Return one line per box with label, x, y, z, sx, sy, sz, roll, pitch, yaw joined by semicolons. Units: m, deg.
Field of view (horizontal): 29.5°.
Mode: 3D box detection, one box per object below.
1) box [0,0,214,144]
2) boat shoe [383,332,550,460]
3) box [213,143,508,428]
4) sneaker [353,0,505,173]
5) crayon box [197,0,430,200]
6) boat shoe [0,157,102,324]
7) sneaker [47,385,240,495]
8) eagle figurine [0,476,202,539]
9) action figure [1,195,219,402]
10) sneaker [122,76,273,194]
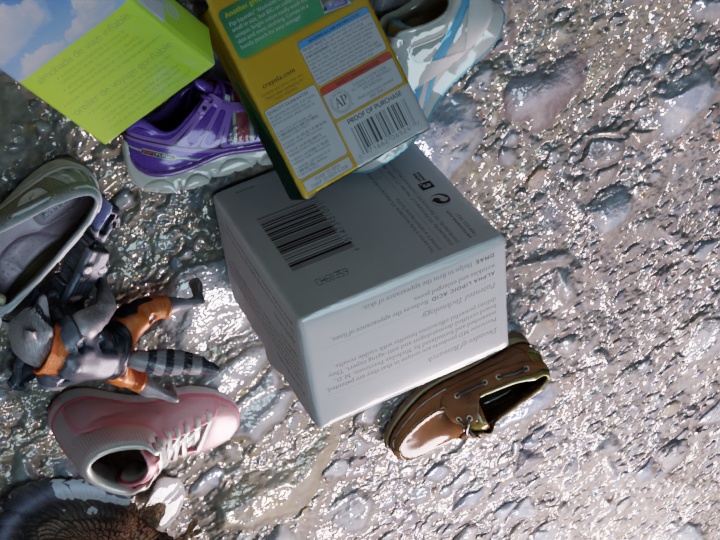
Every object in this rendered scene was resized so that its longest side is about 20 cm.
box;-0.218;-0.188;1.020;0.121;0.048;0.200;-32;138;21
boat shoe;0.116;0.148;1.495;0.199;0.068;0.072;-38;136;1
box;0.000;0.000;1.216;0.198;0.199;0.132;-22;133;-16
sneaker;0.035;-0.176;1.200;0.081;0.077;0.201;35;95;-35
crayon box;-0.044;-0.175;1.107;0.125;0.052;0.202;-30;101;-14
boat shoe;-0.291;-0.008;1.114;0.201;0.065;0.075;-40;120;0
sneaker;-0.190;0.166;1.294;0.198;0.105;0.076;6;119;-36
eagle figurine;-0.261;0.280;1.345;0.197;0.151;0.154;1;84;2
action figure;-0.216;0.044;1.188;0.192;0.105;0.202;1;124;-43
sneaker;-0.104;-0.130;1.142;0.198;0.081;0.084;-23;120;-20
